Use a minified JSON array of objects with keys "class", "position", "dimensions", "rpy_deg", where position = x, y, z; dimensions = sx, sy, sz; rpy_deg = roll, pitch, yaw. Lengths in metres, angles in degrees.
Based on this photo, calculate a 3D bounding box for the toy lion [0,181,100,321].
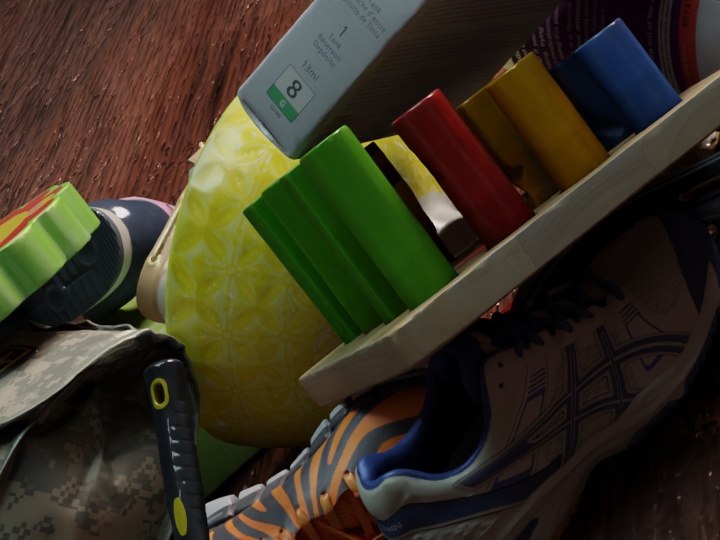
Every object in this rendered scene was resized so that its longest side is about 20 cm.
[{"class":"toy lion","position":[-0.225,0.029,1.490],"dimensions":[0.200,0.069,0.192],"rpy_deg":[-41,12,-19]}]

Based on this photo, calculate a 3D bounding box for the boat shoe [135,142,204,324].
[{"class":"boat shoe","position":[-0.062,-0.046,1.554],"dimensions":[0.069,0.074,0.200],"rpy_deg":[-2,40,30]}]

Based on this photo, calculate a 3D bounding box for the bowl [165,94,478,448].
[{"class":"bowl","position":[0.000,0.000,1.471],"dimensions":[0.107,0.200,0.200],"rpy_deg":[12,44,29]}]

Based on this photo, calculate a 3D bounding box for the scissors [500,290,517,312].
[{"class":"scissors","position":[0.066,0.037,1.489],"dimensions":[0.200,0.014,0.073],"rpy_deg":[-40,19,-7]}]

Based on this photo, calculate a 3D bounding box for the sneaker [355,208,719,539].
[{"class":"sneaker","position":[0.079,0.044,1.259],"dimensions":[0.200,0.088,0.075],"rpy_deg":[-54,33,-14]}]

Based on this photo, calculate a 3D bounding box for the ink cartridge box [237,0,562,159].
[{"class":"ink cartridge box","position":[0.053,-0.139,1.330],"dimensions":[0.200,0.050,0.161],"rpy_deg":[-49,-16,27]}]

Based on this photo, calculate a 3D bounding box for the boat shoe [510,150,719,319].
[{"class":"boat shoe","position":[0.157,-0.007,1.333],"dimensions":[0.200,0.071,0.091],"rpy_deg":[-33,19,8]}]

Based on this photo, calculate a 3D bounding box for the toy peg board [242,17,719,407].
[{"class":"toy peg board","position":[0.048,-0.045,1.298],"dimensions":[0.199,0.098,0.200],"rpy_deg":[-38,2,-14]}]

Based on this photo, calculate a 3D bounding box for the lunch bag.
[{"class":"lunch bag","position":[-0.169,0.115,1.439],"dimensions":[0.164,0.117,0.200],"rpy_deg":[-4,64,58]}]

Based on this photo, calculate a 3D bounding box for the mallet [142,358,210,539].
[{"class":"mallet","position":[-0.078,0.137,1.275],"dimensions":[0.066,0.041,0.200],"rpy_deg":[-31,60,22]}]

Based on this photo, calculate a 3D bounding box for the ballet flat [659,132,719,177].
[{"class":"ballet flat","position":[0.164,-0.092,1.534],"dimensions":[0.071,0.071,0.200],"rpy_deg":[-27,22,25]}]

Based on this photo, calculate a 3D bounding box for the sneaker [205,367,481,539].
[{"class":"sneaker","position":[-0.016,0.129,1.321],"dimensions":[0.200,0.078,0.112],"rpy_deg":[-38,19,28]}]

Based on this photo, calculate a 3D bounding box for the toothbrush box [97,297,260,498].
[{"class":"toothbrush box","position":[-0.090,0.047,1.624],"dimensions":[0.200,0.086,0.146],"rpy_deg":[-43,20,-21]}]

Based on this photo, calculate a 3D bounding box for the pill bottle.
[{"class":"pill bottle","position":[0.140,-0.131,1.436],"dimensions":[0.200,0.113,0.112],"rpy_deg":[15,50,45]}]

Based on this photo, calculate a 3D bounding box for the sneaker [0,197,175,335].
[{"class":"sneaker","position":[-0.174,0.018,1.639],"dimensions":[0.200,0.070,0.082],"rpy_deg":[-26,-7,39]}]
